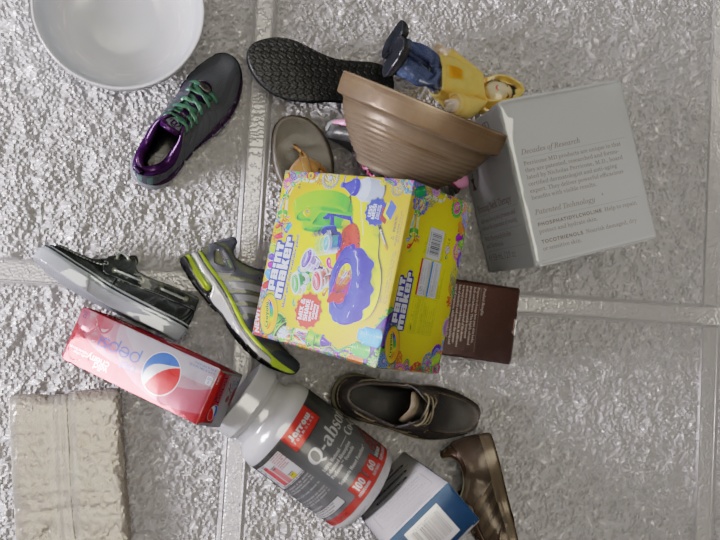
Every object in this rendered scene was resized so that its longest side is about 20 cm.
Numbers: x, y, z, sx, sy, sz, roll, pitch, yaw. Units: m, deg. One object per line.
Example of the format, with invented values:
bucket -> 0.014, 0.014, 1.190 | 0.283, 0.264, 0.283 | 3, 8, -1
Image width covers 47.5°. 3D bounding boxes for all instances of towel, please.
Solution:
towel -> -0.347, 0.244, 0.982 | 0.132, 0.034, 0.200 | -3, 87, -13

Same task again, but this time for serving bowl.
serving bowl -> -0.291, -0.312, 0.999 | 0.200, 0.066, 0.200 | 1, 87, -11

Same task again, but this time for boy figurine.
boy figurine -> 0.124, -0.245, 1.066 | 0.200, 0.064, 0.124 | 20, 47, -19

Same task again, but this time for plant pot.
plant pot -> 0.058, -0.150, 0.940 | 0.201, 0.201, 0.093 | 20, 103, -10

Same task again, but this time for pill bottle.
pill bottle -> -0.071, 0.211, 0.996 | 0.200, 0.116, 0.116 | 38, 81, -8

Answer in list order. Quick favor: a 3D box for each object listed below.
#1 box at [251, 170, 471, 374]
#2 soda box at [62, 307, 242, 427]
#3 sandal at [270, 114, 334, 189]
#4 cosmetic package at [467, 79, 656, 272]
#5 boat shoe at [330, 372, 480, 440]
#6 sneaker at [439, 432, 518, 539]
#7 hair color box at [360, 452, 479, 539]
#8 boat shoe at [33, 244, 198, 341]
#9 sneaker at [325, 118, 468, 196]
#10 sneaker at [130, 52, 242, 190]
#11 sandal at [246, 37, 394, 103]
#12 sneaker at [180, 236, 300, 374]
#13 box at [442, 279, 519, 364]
box -> 0.000, 0.000, 0.946 | 0.122, 0.192, 0.200 | 14, 86, -51
soda box -> -0.243, 0.111, 0.949 | 0.200, 0.063, 0.070 | 20, 83, 19
sandal -> -0.071, -0.099, 1.040 | 0.082, 0.055, 0.200 | 0, 88, -11
cosmetic package -> 0.244, -0.114, 1.047 | 0.166, 0.167, 0.200 | -13, 89, -11
boat shoe -> 0.062, 0.180, 1.045 | 0.200, 0.073, 0.075 | 9, 86, -11
sneaker -> 0.160, 0.315, 1.074 | 0.075, 0.070, 0.200 | -13, 87, 7
hair color box -> 0.059, 0.287, 0.976 | 0.100, 0.200, 0.061 | -41, 95, -10
boat shoe -> -0.291, 0.013, 0.992 | 0.200, 0.072, 0.071 | 31, 73, -19
sneaker -> 0.038, -0.126, 1.060 | 0.200, 0.079, 0.096 | 26, 94, -8
sneaker -> -0.207, -0.186, 0.999 | 0.074, 0.088, 0.200 | 33, 82, -8
sandal -> -0.055, -0.245, 1.059 | 0.200, 0.048, 0.075 | 9, 85, -24
sneaker -> -0.133, 0.044, 1.015 | 0.081, 0.074, 0.200 | -38, 97, -14
box -> 0.097, 0.058, 1.059 | 0.200, 0.075, 0.100 | 9, 85, -9
